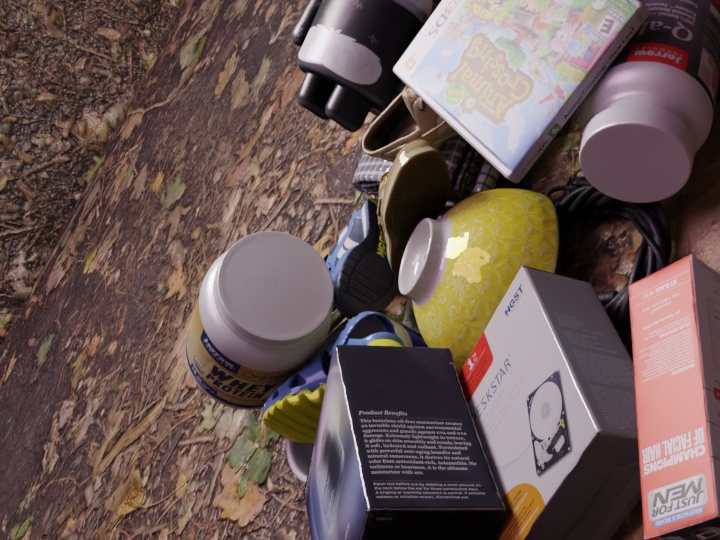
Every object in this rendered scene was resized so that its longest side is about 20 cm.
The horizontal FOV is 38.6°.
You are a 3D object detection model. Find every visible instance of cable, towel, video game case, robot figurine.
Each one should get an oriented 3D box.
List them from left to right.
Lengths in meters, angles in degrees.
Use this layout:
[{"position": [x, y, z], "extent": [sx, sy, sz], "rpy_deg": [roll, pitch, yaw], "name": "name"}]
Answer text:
[{"position": [0.004, -0.266, 1.186], "extent": [0.202, 0.149, 0.125], "rpy_deg": [-65, 14, 2], "name": "robot figurine"}, {"position": [0.086, -0.157, 1.171], "extent": [0.199, 0.085, 0.167], "rpy_deg": [5, 68, 57], "name": "towel"}, {"position": [0.136, -0.207, 0.936], "extent": [0.183, 0.022, 0.200], "rpy_deg": [-53, 49, 15], "name": "video game case"}, {"position": [0.210, -0.009, 0.964], "extent": [0.164, 0.051, 0.200], "rpy_deg": [-62, 28, -2], "name": "cable"}]

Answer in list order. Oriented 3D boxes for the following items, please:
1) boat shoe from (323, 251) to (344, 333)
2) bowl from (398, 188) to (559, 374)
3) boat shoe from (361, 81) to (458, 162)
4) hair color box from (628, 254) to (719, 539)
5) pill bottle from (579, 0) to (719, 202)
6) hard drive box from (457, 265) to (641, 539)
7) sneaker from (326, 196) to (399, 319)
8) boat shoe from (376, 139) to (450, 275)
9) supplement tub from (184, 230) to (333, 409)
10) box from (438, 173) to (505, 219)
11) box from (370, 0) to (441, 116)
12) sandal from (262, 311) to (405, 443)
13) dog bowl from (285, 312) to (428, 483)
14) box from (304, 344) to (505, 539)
[{"position": [-0.039, 0.025, 1.258], "extent": [0.073, 0.065, 0.200], "rpy_deg": [-44, 6, 12], "name": "boat shoe"}, {"position": [0.101, 0.001, 1.021], "extent": [0.200, 0.107, 0.202], "rpy_deg": [-161, 90, -76], "name": "bowl"}, {"position": [0.073, -0.170, 1.040], "extent": [0.200, 0.064, 0.073], "rpy_deg": [-38, 57, 47], "name": "boat shoe"}, {"position": [0.252, 0.104, 0.728], "extent": [0.064, 0.110, 0.202], "rpy_deg": [-34, 38, 42], "name": "hair color box"}, {"position": [0.260, -0.165, 0.919], "extent": [0.115, 0.116, 0.201], "rpy_deg": [-27, 33, 46], "name": "pill bottle"}, {"position": [0.159, 0.122, 0.860], "extent": [0.201, 0.076, 0.157], "rpy_deg": [-105, 34, -53], "name": "hard drive box"}, {"position": [0.000, 0.000, 1.169], "extent": [0.082, 0.074, 0.201], "rpy_deg": [-43, 16, 31], "name": "sneaker"}, {"position": [0.046, -0.073, 1.072], "extent": [0.201, 0.073, 0.067], "rpy_deg": [96, 154, -56], "name": "boat shoe"}, {"position": [-0.111, 0.056, 1.120], "extent": [0.200, 0.143, 0.146], "rpy_deg": [121, 163, -60], "name": "supplement tub"}, {"position": [0.092, -0.073, 1.221], "extent": [0.161, 0.049, 0.202], "rpy_deg": [-2, 63, 56], "name": "box"}, {"position": [0.062, -0.298, 1.349], "extent": [0.201, 0.163, 0.166], "rpy_deg": [-58, 28, 6], "name": "box"}, {"position": [-0.023, 0.110, 1.060], "extent": [0.199, 0.079, 0.088], "rpy_deg": [-33, 34, 28], "name": "sandal"}, {"position": [0.006, 0.151, 1.129], "extent": [0.200, 0.078, 0.201], "rpy_deg": [-40, 34, 35], "name": "dog bowl"}, {"position": [0.027, 0.206, 0.923], "extent": [0.199, 0.122, 0.202], "rpy_deg": [-104, 22, -53], "name": "box"}]
